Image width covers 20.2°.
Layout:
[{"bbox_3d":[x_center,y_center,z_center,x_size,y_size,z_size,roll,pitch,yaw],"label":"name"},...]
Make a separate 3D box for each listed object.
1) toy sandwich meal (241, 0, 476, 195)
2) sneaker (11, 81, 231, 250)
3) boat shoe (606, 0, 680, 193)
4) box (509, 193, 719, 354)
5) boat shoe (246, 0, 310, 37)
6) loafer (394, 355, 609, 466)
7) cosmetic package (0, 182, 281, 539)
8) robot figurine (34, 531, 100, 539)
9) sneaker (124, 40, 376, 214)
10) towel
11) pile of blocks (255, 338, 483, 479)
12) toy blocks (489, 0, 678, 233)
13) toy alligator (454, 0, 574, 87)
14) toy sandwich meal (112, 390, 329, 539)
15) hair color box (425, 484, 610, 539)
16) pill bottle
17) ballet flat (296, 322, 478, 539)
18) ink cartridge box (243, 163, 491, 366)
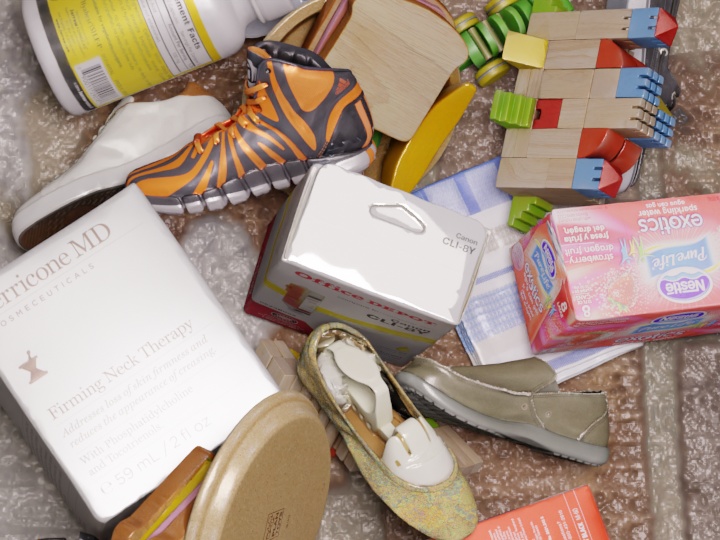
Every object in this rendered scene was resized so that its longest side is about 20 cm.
[{"bbox_3d":[0.003,-0.136,1.620,0.205,0.070,0.205,-6,112,-15],"label":"toy sandwich meal"},{"bbox_3d":[-0.198,-0.085,1.632,0.200,0.073,0.085,-28,60,-12],"label":"sneaker"},{"bbox_3d":[0.239,-0.159,1.708,0.066,0.070,0.200,10,74,-15],"label":"boat shoe"},{"bbox_3d":[0.235,0.001,1.632,0.200,0.103,0.095,-6,73,-20],"label":"box"},{"bbox_3d":[-0.047,-0.238,1.680,0.200,0.070,0.071,-8,100,14],"label":"boat shoe"},{"bbox_3d":[0.116,0.099,1.604,0.200,0.075,0.070,20,82,-29],"label":"loafer"},{"bbox_3d":[-0.185,0.076,1.537,0.167,0.166,0.200,-34,83,-14],"label":"cosmetic package"},{"bbox_3d":[-0.179,0.261,1.528,0.200,0.058,0.145,15,117,-9],"label":"robot figurine"},{"bbox_3d":[-0.093,-0.116,1.560,0.200,0.078,0.112,-15,116,-3],"label":"sneaker"},{"bbox_3d":[0.135,0.001,1.675,0.147,0.024,0.200,-21,81,-13],"label":"towel"},{"bbox_3d":[-0.003,0.126,1.616,0.200,0.082,0.062,32,118,9],"label":"pile of blocks"},{"bbox_3d":[0.191,-0.130,1.625,0.100,0.137,0.200,24,75,-48],"label":"toy blocks"},{"bbox_3d":[0.140,-0.212,1.708,0.200,0.054,0.059,-30,83,-14],"label":"toy alligator"},{"bbox_3d":[-0.095,0.175,1.440,0.070,0.205,0.205,17,73,24],"label":"toy sandwich meal"},{"bbox_3d":[0.084,0.231,1.569,0.200,0.111,0.064,-19,79,-13],"label":"hair color box"},{"bbox_3d":[-0.159,-0.208,1.611,0.200,0.111,0.111,-20,81,3],"label":"pill bottle"},{"bbox_3d":[0.020,0.117,1.528,0.071,0.071,0.200,-33,64,-14],"label":"ballet flat"},{"bbox_3d":[0.000,0.000,1.560,0.145,0.200,0.084,20,75,-7],"label":"ink cartridge box"}]
